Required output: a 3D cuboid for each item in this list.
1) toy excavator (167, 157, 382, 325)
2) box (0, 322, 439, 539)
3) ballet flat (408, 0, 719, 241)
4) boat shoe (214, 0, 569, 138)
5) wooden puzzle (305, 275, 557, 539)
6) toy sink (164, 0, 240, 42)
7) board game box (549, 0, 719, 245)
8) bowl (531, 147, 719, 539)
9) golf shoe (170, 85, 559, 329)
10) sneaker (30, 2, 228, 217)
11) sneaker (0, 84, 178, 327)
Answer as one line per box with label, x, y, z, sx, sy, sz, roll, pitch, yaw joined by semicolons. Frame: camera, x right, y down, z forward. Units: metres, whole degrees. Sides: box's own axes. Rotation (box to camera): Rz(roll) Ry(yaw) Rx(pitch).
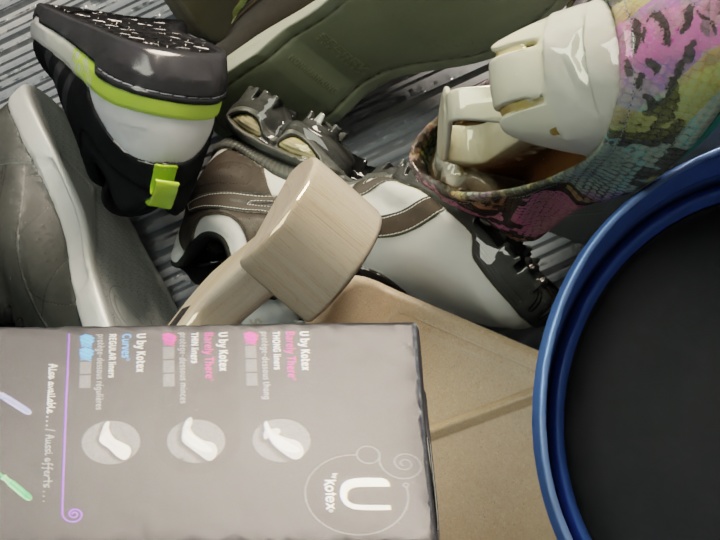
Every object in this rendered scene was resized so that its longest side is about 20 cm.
toy excavator;-0.091;0.054;1.030;0.201;0.100;0.194;-57;14;-23
box;-0.077;0.096;0.901;0.198;0.123;0.107;-1;42;-3
ballet flat;0.068;-0.057;0.943;0.071;0.200;0.070;6;74;-19
boat shoe;0.012;-0.118;1.148;0.200;0.072;0.061;-23;41;34
wooden puzzle;0.037;0.118;0.991;0.199;0.037;0.186;24;80;23
toy sink;-0.006;-0.201;1.201;0.112;0.131;0.201;20;67;35
board game box;0.132;-0.124;1.065;0.064;0.148;0.201;20;61;-10
bowl;0.154;0.054;0.931;0.199;0.039;0.202;2;80;-9
golf shoe;0.000;0.000;1.099;0.199;0.078;0.095;26;78;47
sneaker;-0.108;-0.067;1.170;0.200;0.071;0.084;-137;55;-73
sneaker;-0.140;0.020;1.160;0.099;0.071;0.201;-38;52;12
